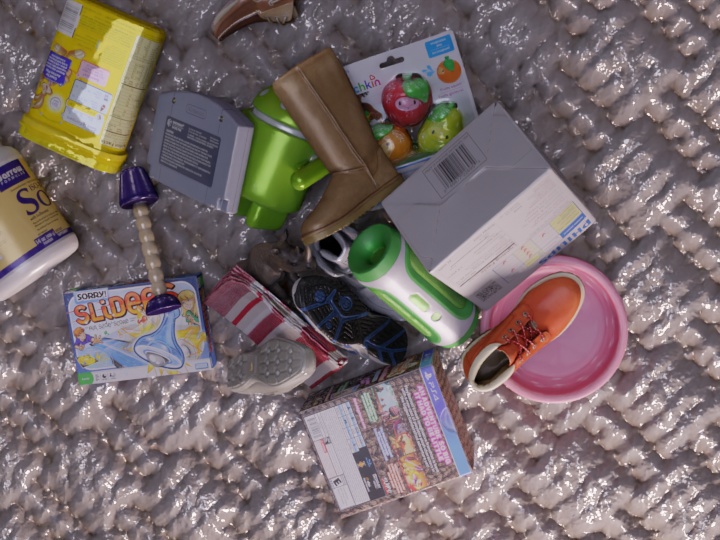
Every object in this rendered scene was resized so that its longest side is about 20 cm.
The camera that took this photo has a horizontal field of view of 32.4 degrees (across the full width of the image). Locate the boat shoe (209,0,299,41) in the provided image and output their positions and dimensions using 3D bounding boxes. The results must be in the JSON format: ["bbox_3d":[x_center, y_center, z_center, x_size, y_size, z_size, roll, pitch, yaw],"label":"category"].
[{"bbox_3d":[-0.110,-0.358,1.633,0.199,0.076,0.072,-33,97,13],"label":"boat shoe"}]

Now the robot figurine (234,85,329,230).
[{"bbox_3d":[-0.110,-0.157,1.646,0.175,0.115,0.202,32,105,32],"label":"robot figurine"}]

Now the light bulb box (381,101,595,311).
[{"bbox_3d":[0.166,-0.075,1.573,0.198,0.200,0.126,-40,61,11],"label":"light bulb box"}]

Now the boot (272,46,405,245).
[{"bbox_3d":[-0.053,-0.154,1.556,0.174,0.066,0.202,-35,96,-31],"label":"boot"}]

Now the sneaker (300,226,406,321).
[{"bbox_3d":[0.000,0.000,1.658,0.199,0.115,0.075,40,91,-1],"label":"sneaker"}]

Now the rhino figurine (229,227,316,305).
[{"bbox_3d":[-0.117,0.003,1.661,0.087,0.060,0.200,44,145,-6],"label":"rhino figurine"}]

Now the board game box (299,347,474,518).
[{"bbox_3d":[0.039,0.222,1.708,0.197,0.097,0.162,-20,98,10],"label":"board game box"}]

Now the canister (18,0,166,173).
[{"bbox_3d":[-0.360,-0.254,1.673,0.147,0.087,0.202,23,101,3],"label":"canister"}]

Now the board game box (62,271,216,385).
[{"bbox_3d":[-0.312,0.082,1.754,0.197,0.034,0.138,-8,99,7],"label":"board game box"}]

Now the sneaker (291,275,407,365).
[{"bbox_3d":[-0.026,0.071,1.658,0.199,0.076,0.077,38,67,-35],"label":"sneaker"}]

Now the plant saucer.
[{"bbox_3d":[0.261,0.076,1.680,0.197,0.051,0.204,1,101,7],"label":"plant saucer"}]

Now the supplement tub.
[{"bbox_3d":[-0.495,-0.077,1.690,0.144,0.145,0.201,-33,96,11],"label":"supplement tub"}]

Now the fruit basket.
[{"bbox_3d":[0.064,-0.189,1.619,0.182,0.094,0.202,-16,118,9],"label":"fruit basket"}]

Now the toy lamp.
[{"bbox_3d":[-0.291,-0.042,1.702,0.057,0.058,0.203,-16,84,9],"label":"toy lamp"}]

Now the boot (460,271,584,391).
[{"bbox_3d":[0.214,0.084,1.608,0.200,0.107,0.075,-43,92,10],"label":"boot"}]

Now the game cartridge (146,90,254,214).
[{"bbox_3d":[-0.213,-0.165,1.640,0.199,0.041,0.135,26,104,46],"label":"game cartridge"}]

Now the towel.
[{"bbox_3d":[-0.119,0.082,1.685,0.199,0.144,0.023,40,63,-5],"label":"towel"}]

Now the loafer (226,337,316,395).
[{"bbox_3d":[-0.111,0.132,1.675,0.069,0.199,0.071,11,76,-32],"label":"loafer"}]

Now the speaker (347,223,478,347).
[{"bbox_3d":[0.071,0.022,1.611,0.088,0.089,0.200,-41,129,11],"label":"speaker"}]
